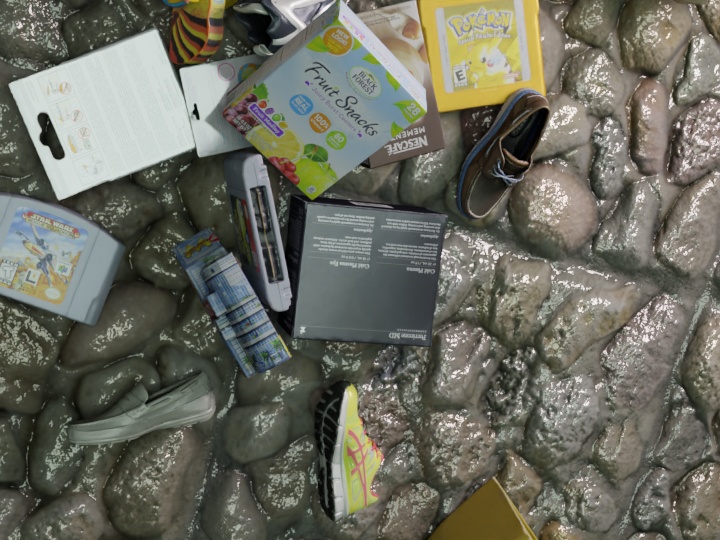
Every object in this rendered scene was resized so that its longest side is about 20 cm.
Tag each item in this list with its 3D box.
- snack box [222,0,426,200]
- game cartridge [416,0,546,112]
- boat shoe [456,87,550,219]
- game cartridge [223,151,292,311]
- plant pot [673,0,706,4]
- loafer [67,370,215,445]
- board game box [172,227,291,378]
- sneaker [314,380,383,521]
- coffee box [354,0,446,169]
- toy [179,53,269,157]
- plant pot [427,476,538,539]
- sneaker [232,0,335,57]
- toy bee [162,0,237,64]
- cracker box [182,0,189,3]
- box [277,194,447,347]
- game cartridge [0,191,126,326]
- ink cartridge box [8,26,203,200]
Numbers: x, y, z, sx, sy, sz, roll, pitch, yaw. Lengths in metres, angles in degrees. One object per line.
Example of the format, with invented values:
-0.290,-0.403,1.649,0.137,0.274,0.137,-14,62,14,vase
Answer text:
-0.044,-0.210,1.451,0.200,0.068,0.169,-37,118,23,snack box
0.165,-0.328,1.597,0.176,0.032,0.201,-10,103,-13,game cartridge
0.197,-0.156,1.600,0.072,0.072,0.201,19,106,-21,boat shoe
-0.136,-0.053,1.507,0.041,0.133,0.201,-13,101,-12,game cartridge
0.478,-0.474,1.590,0.200,0.200,0.184,-21,116,-11,plant pot
-0.293,0.183,1.542,0.199,0.070,0.070,-13,97,-21,loafer
-0.172,0.039,1.505,0.062,0.200,0.200,-31,91,-9,board game box
-0.011,0.248,1.629,0.090,0.078,0.201,-5,106,-22,sneaker
0.035,-0.249,1.549,0.114,0.080,0.201,-16,103,-11,coffee box
-0.134,-0.225,1.526,0.199,0.047,0.116,-14,99,-18,toy
0.181,0.457,1.657,0.200,0.196,0.195,-34,106,2,plant pot
-0.101,-0.356,1.470,0.129,0.079,0.200,1,93,-37,sneaker
-0.197,-0.359,1.443,0.108,0.131,0.201,0,119,26,toy bee
-0.250,-0.427,1.396,0.200,0.058,0.134,35,89,26,cracker box
0.000,0.000,1.569,0.199,0.104,0.183,5,97,-15,box
-0.413,-0.022,1.490,0.199,0.042,0.134,21,97,-17,game cartridge
-0.322,-0.202,1.481,0.199,0.057,0.163,-22,104,-5,ink cartridge box
